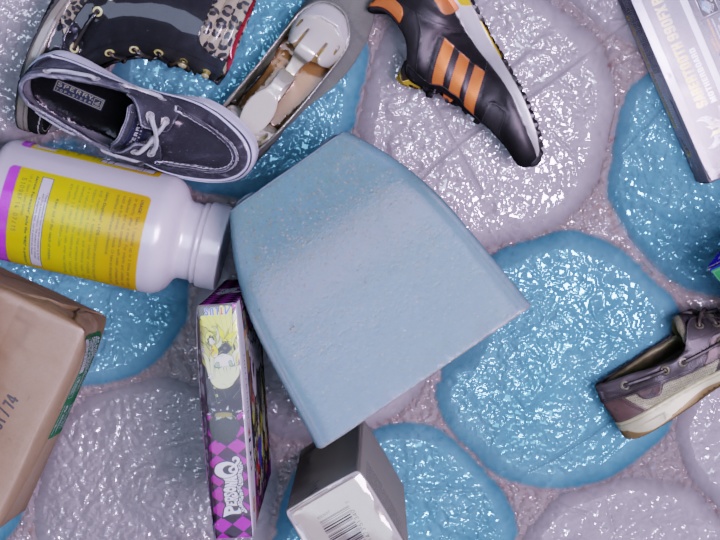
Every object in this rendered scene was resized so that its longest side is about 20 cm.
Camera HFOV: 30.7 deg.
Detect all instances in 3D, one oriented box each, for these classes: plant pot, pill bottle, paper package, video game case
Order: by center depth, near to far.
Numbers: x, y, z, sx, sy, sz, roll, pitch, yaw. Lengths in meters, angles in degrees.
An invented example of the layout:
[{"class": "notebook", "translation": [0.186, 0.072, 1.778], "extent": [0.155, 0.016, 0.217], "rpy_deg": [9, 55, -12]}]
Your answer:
[{"class": "video game case", "translation": [-0.102, 0.105, 1.079], "extent": [0.036, 0.200, 0.182], "rpy_deg": [-3, 94, 0]}, {"class": "plant pot", "translation": [0.000, 0.000, 1.080], "extent": [0.196, 0.196, 0.200], "rpy_deg": [-34, 88, 3]}, {"class": "pill bottle", "translation": [-0.213, -0.041, 1.115], "extent": [0.200, 0.104, 0.104], "rpy_deg": [13, 95, 0]}, {"class": "paper package", "translation": [-0.345, 0.096, 1.129], "extent": [0.190, 0.103, 0.200], "rpy_deg": [25, 94, -3]}]

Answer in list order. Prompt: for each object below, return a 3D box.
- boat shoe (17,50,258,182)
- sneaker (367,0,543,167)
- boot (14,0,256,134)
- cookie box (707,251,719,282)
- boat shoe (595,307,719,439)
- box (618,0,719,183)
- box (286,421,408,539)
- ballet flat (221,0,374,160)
[{"class": "boat shoe", "translation": [-0.180, -0.119, 1.067], "extent": [0.200, 0.068, 0.072], "rpy_deg": [25, 109, -9]}, {"class": "sneaker", "translation": [0.081, -0.166, 1.125], "extent": [0.090, 0.070, 0.200], "rpy_deg": [-29, 91, 8]}, {"class": "boot", "translation": [-0.193, -0.185, 1.120], "extent": [0.154, 0.073, 0.204], "rpy_deg": [26, 96, -5]}, {"class": "cookie box", "translation": [0.408, 0.017, 1.089], "extent": [0.200, 0.075, 0.171], "rpy_deg": [50, 53, -3]}, {"class": "boat shoe", "translation": [0.294, 0.065, 1.137], "extent": [0.200, 0.073, 0.065], "rpy_deg": [-40, 99, 3]}, {"class": "box", "translation": [0.327, -0.196, 1.127], "extent": [0.158, 0.048, 0.200], "rpy_deg": [-25, 95, 3]}, {"class": "box", "translation": [-0.009, 0.188, 1.085], "extent": [0.068, 0.200, 0.082], "rpy_deg": [-30, 93, 3]}, {"class": "ballet flat", "translation": [-0.055, -0.170, 1.124], "extent": [0.067, 0.064, 0.200], "rpy_deg": [39, 94, -3]}]
